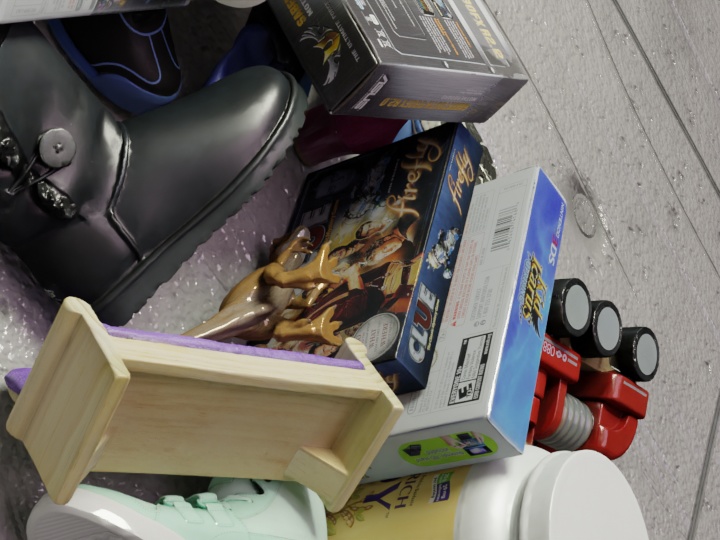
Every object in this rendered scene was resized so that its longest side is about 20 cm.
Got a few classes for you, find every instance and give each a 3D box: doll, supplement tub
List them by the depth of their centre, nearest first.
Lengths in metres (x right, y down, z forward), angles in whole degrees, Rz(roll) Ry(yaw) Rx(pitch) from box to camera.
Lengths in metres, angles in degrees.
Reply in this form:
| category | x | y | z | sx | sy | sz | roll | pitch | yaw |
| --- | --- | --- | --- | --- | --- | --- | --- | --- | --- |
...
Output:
| category | x | y | z | sx | sy | sz | roll | pitch | yaw |
| --- | --- | --- | --- | --- | --- | --- | --- | --- | --- |
| supplement tub | 0.064 | 0.188 | 0.864 | 0.145 | 0.199 | 0.146 | 25 | 57 | -46 |
| doll | -0.056 | -0.143 | 0.931 | 0.200 | 0.048 | 0.137 | -59 | 156 | -33 |

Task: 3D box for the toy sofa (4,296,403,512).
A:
| category | x | y | z | sx | sy | sz | roll | pitch | yaw |
| --- | --- | --- | --- | --- | --- | --- | --- | --- | --- |
| toy sofa | -0.085 | 0.067 | 0.754 | 0.199 | 0.083 | 0.098 | 11 | 29 | -41 |

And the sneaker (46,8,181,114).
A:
| category | x | y | z | sx | sy | sz | roll | pitch | yaw |
| --- | --- | --- | --- | --- | --- | --- | --- | --- | --- |
| sneaker | -0.153 | -0.189 | 0.825 | 0.201 | 0.078 | 0.070 | 60 | 38 | -18 |

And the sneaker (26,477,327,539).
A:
| category | x | y | z | sx | sy | sz | roll | pitch | yaw |
| --- | --- | --- | --- | --- | --- | --- | --- | --- | --- |
| sneaker | -0.098 | 0.139 | 0.787 | 0.200 | 0.074 | 0.119 | 32 | 37 | -33 |

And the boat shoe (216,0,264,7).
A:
| category | x | y | z | sx | sy | sz | roll | pitch | yaw |
| --- | --- | --- | --- | --- | --- | --- | --- | --- | --- |
| boat shoe | -0.029 | -0.238 | 0.785 | 0.072 | 0.060 | 0.202 | 30 | 66 | 0 |

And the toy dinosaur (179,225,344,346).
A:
| category | x | y | z | sx | sy | sz | roll | pitch | yaw |
| --- | --- | --- | --- | --- | --- | --- | --- | --- | --- |
| toy dinosaur | -0.067 | 0.026 | 0.846 | 0.200 | 0.106 | 0.061 | -34 | 112 | -56 |

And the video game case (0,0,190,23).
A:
| category | x | y | z | sx | sy | sz | roll | pitch | yaw |
| --- | --- | --- | --- | --- | --- | --- | --- | --- | --- |
| video game case | -0.112 | -0.227 | 0.715 | 0.182 | 0.023 | 0.201 | -27 | 143 | -62 |

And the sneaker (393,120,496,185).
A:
| category | x | y | z | sx | sy | sz | roll | pitch | yaw |
| --- | --- | --- | --- | --- | --- | --- | --- | --- | --- |
| sneaker | 0.040 | -0.110 | 1.062 | 0.078 | 0.089 | 0.201 | 37 | 30 | -31 |

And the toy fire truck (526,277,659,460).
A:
| category | x | y | z | sx | sy | sz | roll | pitch | yaw |
| --- | --- | --- | --- | --- | --- | --- | --- | --- | --- |
| toy fire truck | 0.165 | 0.123 | 1.111 | 0.176 | 0.128 | 0.201 | 30 | 65 | -44 |

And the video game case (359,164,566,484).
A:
| category | x | y | z | sx | sy | sz | roll | pitch | yaw |
| --- | --- | --- | --- | --- | --- | --- | --- | --- | --- |
| video game case | 0.035 | 0.040 | 0.900 | 0.045 | 0.181 | 0.201 | 47 | 43 | -33 |

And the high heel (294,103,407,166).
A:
| category | x | y | z | sx | sy | sz | roll | pitch | yaw |
| --- | --- | --- | --- | --- | --- | --- | --- | --- | --- |
| high heel | 0.015 | -0.163 | 1.027 | 0.067 | 0.096 | 0.201 | 50 | 42 | -29 |

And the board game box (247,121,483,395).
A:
| category | x | y | z | sx | sy | sz | roll | pitch | yaw |
| --- | --- | --- | --- | --- | --- | --- | --- | --- | --- |
| board game box | 0.000 | 0.000 | 0.909 | 0.035 | 0.135 | 0.201 | 46 | 43 | -32 |

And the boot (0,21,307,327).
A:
| category | x | y | z | sx | sy | sz | roll | pitch | yaw |
| --- | --- | --- | --- | --- | --- | --- | --- | --- | --- |
| boot | -0.139 | -0.085 | 0.760 | 0.200 | 0.076 | 0.168 | -49 | 123 | -15 |

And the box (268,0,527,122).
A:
| category | x | y | z | sx | sy | sz | roll | pitch | yaw |
| --- | --- | --- | --- | --- | --- | --- | --- | --- | --- |
| box | 0.002 | -0.189 | 0.882 | 0.158 | 0.048 | 0.201 | -5 | 61 | -51 |
